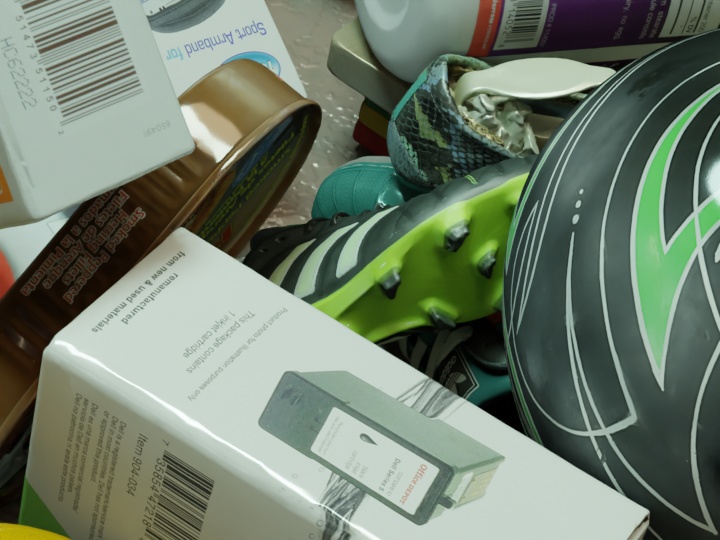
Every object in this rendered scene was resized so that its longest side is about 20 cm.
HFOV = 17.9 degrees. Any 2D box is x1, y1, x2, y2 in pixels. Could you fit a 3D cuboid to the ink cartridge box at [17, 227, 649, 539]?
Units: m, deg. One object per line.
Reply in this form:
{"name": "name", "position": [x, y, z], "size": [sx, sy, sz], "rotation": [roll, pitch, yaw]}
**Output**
{"name": "ink cartridge box", "position": [-0.017, 0.103, 0.803], "size": [0.199, 0.146, 0.084], "rotation": [31, 45, 15]}

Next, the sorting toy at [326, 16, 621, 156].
{"name": "sorting toy", "position": [0.115, -0.074, 1.070], "size": [0.198, 0.070, 0.200], "rotation": [35, 47, 19]}

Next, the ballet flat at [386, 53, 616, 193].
{"name": "ballet flat", "position": [0.112, -0.050, 0.947], "size": [0.199, 0.074, 0.074], "rotation": [7, 45, -10]}

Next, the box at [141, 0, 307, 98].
{"name": "box", "position": [-0.103, -0.122, 0.961], "size": [0.119, 0.041, 0.201], "rotation": [-23, 85, -42]}

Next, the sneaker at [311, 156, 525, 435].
{"name": "sneaker", "position": [0.049, 0.026, 0.951], "size": [0.200, 0.072, 0.080], "rotation": [35, 44, 18]}

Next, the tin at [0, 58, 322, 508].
{"name": "tin", "position": [-0.091, 0.004, 0.866], "size": [0.042, 0.112, 0.200], "rotation": [38, 82, 13]}

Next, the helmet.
{"name": "helmet", "position": [0.143, 0.014, 0.819], "size": [0.190, 0.200, 0.201], "rotation": [-26, 53, -2]}

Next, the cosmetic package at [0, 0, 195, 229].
{"name": "cosmetic package", "position": [-0.154, -0.066, 0.824], "size": [0.071, 0.200, 0.102], "rotation": [-27, 101, -34]}

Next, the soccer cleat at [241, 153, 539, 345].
{"name": "soccer cleat", "position": [0.000, 0.000, 0.915], "size": [0.199, 0.068, 0.081], "rotation": [-30, 43, 5]}

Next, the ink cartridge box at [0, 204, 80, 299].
{"name": "ink cartridge box", "position": [-0.194, -0.035, 0.961], "size": [0.162, 0.050, 0.200], "rotation": [-18, 56, -30]}

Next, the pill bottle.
{"name": "pill bottle", "position": [0.101, -0.144, 1.005], "size": [0.199, 0.113, 0.113], "rotation": [-7, 48, -22]}

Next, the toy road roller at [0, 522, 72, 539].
{"name": "toy road roller", "position": [-0.156, 0.118, 0.776], "size": [0.145, 0.123, 0.200], "rotation": [2, 44, -34]}
